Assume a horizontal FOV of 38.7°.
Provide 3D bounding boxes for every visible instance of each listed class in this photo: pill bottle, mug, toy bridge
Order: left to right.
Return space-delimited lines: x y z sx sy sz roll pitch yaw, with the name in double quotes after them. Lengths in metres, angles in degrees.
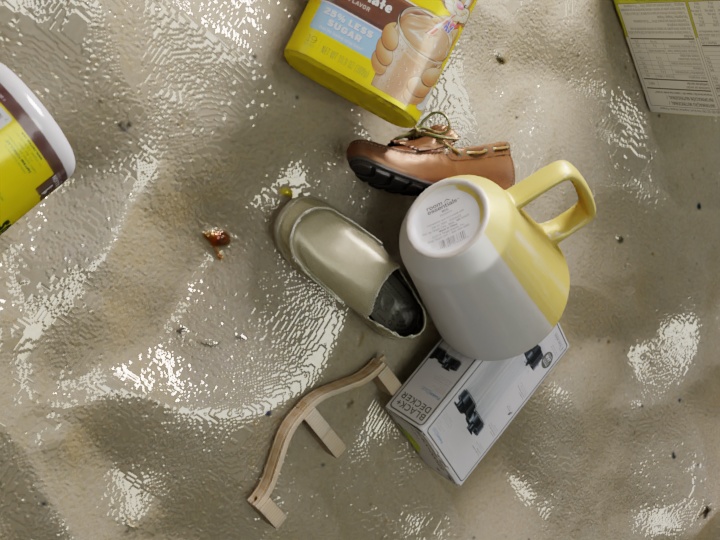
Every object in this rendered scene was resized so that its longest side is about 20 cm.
-0.317 -0.056 0.755 0.200 0.109 0.110 -43 118 -17 "pill bottle"
-0.040 0.157 1.018 0.200 0.027 0.068 -47 119 -17 "toy bridge"
0.118 -0.029 0.985 0.189 0.148 0.153 -60 143 -12 "mug"

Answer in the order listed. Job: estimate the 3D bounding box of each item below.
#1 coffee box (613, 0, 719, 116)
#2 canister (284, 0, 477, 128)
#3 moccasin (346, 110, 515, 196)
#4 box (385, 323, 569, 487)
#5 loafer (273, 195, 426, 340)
0.422 -0.301 1.116 0.199 0.199 0.200 -38 117 -19 "coffee box"
0.034 -0.251 0.932 0.147 0.087 0.203 27 87 -6 "canister"
0.074 -0.113 1.012 0.198 0.073 0.079 1 90 -29 "moccasin"
0.126 0.111 1.080 0.201 0.060 0.117 -50 135 -15 "box"
0.000 0.000 0.989 0.199 0.068 0.076 39 79 -31 "loafer"
